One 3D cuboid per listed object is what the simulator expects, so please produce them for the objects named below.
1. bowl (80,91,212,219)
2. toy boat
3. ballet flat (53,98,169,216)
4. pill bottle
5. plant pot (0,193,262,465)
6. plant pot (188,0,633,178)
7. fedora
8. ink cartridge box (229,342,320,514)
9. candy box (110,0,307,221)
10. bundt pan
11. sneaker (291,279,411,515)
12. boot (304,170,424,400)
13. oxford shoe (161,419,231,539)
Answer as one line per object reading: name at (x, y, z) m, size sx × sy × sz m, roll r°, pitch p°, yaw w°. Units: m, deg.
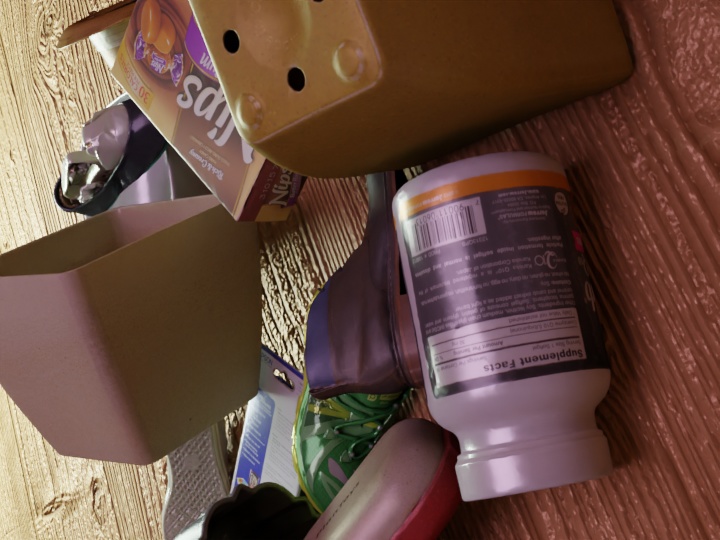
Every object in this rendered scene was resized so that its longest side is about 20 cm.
bowl at (-0.210, -0.074, 1.095) m, size 0.200 × 0.074 × 0.201 m, roll -21°, pitch 74°, yaw 49°
toy boat at (0.030, 0.214, 0.763) m, size 0.200 × 0.130 × 0.131 m, roll -53°, pitch 3°, yaw 9°
ballet flat at (-0.239, -0.109, 1.019) m, size 0.200 × 0.073 × 0.073 m, roll -37°, pitch 62°, yaw 46°
pill bottle at (0.091, 0.036, 0.676) m, size 0.116 × 0.116 × 0.201 m, roll -24°, pitch 73°, yaw 50°
plant pot at (-0.198, 0.053, 0.913) m, size 0.199 × 0.199 × 0.178 m, roll -2°, pitch 109°, yaw 41°
plant pot at (0.012, -0.162, 0.650) m, size 0.195 × 0.200 × 0.195 m, roll -18°, pitch 94°, yaw 40°
fedora at (-0.174, -0.217, 0.984) m, size 0.200 × 0.200 × 0.082 m, roll 6°, pitch 124°, yaw 52°
ink cartridge box at (-0.068, 0.170, 0.946) m, size 0.099 × 0.039 × 0.201 m, roll 32°, pitch 117°, yaw 47°
candy box at (-0.106, -0.142, 0.821) m, size 0.200 × 0.056 × 0.117 m, roll 49°, pitch 123°, yaw 31°
bundt pan at (-0.082, 0.269, 0.823) m, size 0.076 × 0.201 × 0.203 m, roll -27°, pitch 68°, yaw 29°
sneaker at (-0.006, 0.104, 0.835) m, size 0.083 × 0.074 × 0.201 m, roll -2°, pitch 88°, yaw 56°
boot at (0.000, 0.000, 0.781) m, size 0.096 × 0.075 × 0.201 m, roll -18°, pitch 54°, yaw 16°
oxford shoe at (-0.157, 0.205, 1.051) m, size 0.058 × 0.075 × 0.201 m, roll -66°, pitch -29°, yaw -82°
